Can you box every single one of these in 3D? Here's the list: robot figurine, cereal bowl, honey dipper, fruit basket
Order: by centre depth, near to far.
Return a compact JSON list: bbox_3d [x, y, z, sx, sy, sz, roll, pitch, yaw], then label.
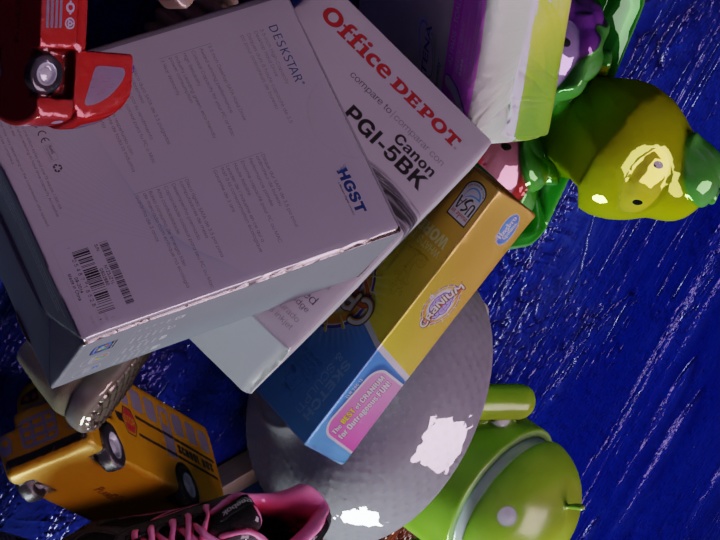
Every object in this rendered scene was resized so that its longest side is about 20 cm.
[{"bbox_3d":[-0.142,-0.085,1.583,0.200,0.038,0.038,-54,152,3],"label":"honey dipper"},{"bbox_3d":[-0.009,0.074,1.813,0.083,0.200,0.200,26,98,-35],"label":"cereal bowl"},{"bbox_3d":[0.135,-0.093,1.826,0.155,0.215,0.216,-9,128,-54],"label":"fruit basket"},{"bbox_3d":[0.075,0.146,1.986,0.116,0.200,0.176,-23,139,-45],"label":"robot figurine"}]

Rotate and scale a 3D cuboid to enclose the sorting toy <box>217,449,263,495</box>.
[{"bbox_3d":[-0.111,0.243,1.942,0.200,0.070,0.199,-28,142,-41],"label":"sorting toy"}]

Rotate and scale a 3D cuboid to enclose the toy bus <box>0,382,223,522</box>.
[{"bbox_3d":[-0.155,0.113,1.713,0.065,0.078,0.200,-22,156,15],"label":"toy bus"}]

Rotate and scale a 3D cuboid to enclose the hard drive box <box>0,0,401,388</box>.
[{"bbox_3d":[-0.103,-0.046,1.496,0.200,0.156,0.077,-19,166,-26],"label":"hard drive box"}]

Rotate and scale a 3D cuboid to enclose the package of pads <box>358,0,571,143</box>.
[{"bbox_3d":[0.065,-0.197,1.655,0.068,0.155,0.200,-12,130,-26],"label":"package of pads"}]

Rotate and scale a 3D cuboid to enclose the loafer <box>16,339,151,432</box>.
[{"bbox_3d":[-0.138,0.011,1.642,0.076,0.068,0.200,-57,179,43],"label":"loafer"}]

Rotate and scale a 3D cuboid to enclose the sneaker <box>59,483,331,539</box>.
[{"bbox_3d":[-0.103,0.168,1.690,0.200,0.079,0.095,-6,149,-37],"label":"sneaker"}]

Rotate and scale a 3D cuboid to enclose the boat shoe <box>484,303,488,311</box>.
[{"bbox_3d":[0.013,0.087,1.906,0.200,0.057,0.067,-55,146,7],"label":"boat shoe"}]

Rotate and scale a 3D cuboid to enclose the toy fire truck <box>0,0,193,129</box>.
[{"bbox_3d":[-0.123,-0.173,1.439,0.141,0.049,0.201,-1,95,-39],"label":"toy fire truck"}]

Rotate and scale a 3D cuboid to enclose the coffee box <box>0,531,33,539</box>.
[{"bbox_3d":[-0.171,0.248,1.739,0.200,0.080,0.113,17,109,-23],"label":"coffee box"}]

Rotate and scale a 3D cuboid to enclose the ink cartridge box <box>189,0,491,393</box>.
[{"bbox_3d":[-0.043,-0.052,1.613,0.200,0.147,0.083,-46,-179,-29],"label":"ink cartridge box"}]

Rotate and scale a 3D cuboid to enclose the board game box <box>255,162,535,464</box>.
[{"bbox_3d":[0.000,0.000,1.745,0.040,0.153,0.200,31,99,-43],"label":"board game box"}]
